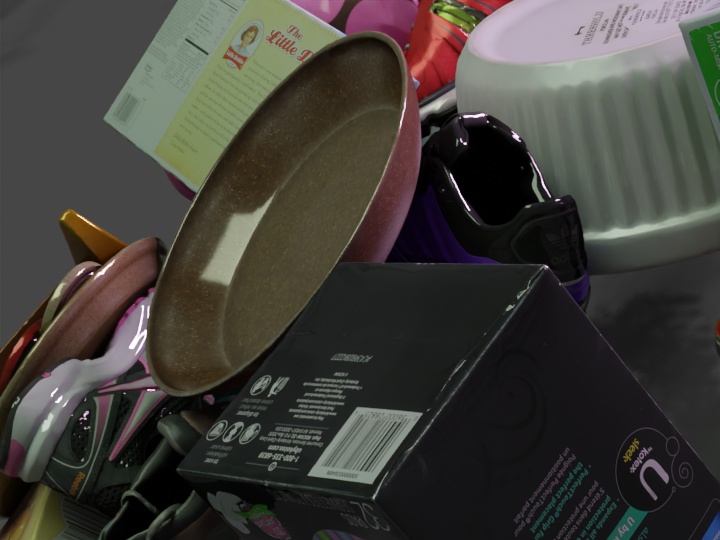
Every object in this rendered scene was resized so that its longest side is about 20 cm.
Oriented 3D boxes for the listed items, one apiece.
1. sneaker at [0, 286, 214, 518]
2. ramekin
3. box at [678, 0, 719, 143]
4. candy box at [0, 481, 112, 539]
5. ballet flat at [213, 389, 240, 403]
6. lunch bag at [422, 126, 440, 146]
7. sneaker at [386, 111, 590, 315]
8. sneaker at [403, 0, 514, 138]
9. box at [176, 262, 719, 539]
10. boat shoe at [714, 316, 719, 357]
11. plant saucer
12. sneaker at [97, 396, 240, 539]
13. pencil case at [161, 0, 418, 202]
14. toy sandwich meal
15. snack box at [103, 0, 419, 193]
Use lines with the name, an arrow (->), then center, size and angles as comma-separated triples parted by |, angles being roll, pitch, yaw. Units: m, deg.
sneaker -> -0.108, 0.077, 1.351 | 0.200, 0.086, 0.080 | -42, -17, -53
ramekin -> 0.141, -0.086, 1.300 | 0.199, 0.105, 0.200 | -14, 19, 5
box -> 0.270, -0.122, 1.176 | 0.176, 0.097, 0.200 | -14, 12, 34
candy box -> -0.177, 0.206, 1.321 | 0.116, 0.055, 0.200 | -52, 18, 43
ballet flat -> -0.033, 0.080, 1.398 | 0.200, 0.068, 0.070 | -8, 25, 46
lunch bag -> 0.042, -0.051, 1.493 | 0.160, 0.077, 0.200 | -42, 24, -5
sneaker -> 0.044, -0.034, 1.238 | 0.069, 0.100, 0.200 | -17, 29, -33
sneaker -> 0.054, -0.139, 1.408 | 0.200, 0.085, 0.077 | -40, -1, -6
box -> 0.055, 0.108, 1.053 | 0.124, 0.200, 0.148 | -52, 27, -22
boat shoe -> 0.239, -0.005, 1.154 | 0.200, 0.063, 0.071 | -25, 30, 33
plant saucer -> -0.030, -0.021, 1.233 | 0.200, 0.037, 0.201 | -44, 27, 29
sneaker -> -0.102, 0.145, 1.262 | 0.077, 0.082, 0.201 | 42, 120, 45
pencil case -> -0.026, -0.114, 1.501 | 0.200, 0.091, 0.094 | -31, -7, 23
toy sandwich meal -> -0.176, 0.052, 1.414 | 0.205, 0.070, 0.205 | -54, -10, -14
snack box -> -0.059, -0.092, 1.410 | 0.116, 0.037, 0.200 | -57, 37, 3
